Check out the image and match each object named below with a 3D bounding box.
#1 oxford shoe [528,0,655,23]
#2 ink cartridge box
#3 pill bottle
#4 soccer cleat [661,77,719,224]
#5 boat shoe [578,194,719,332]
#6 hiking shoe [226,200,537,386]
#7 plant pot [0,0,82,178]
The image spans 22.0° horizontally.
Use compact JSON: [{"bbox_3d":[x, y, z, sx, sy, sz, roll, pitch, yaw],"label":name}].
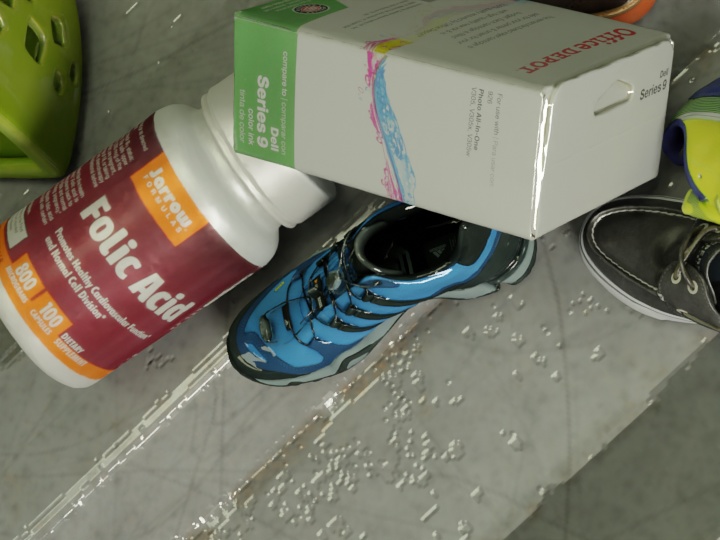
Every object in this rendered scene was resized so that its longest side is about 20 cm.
[{"bbox_3d":[0.073,-0.174,1.100,0.198,0.072,0.072,-10,69,22],"label":"oxford shoe"},{"bbox_3d":[0.050,-0.096,1.007,0.199,0.145,0.088,16,116,32],"label":"ink cartridge box"},{"bbox_3d":[-0.121,-0.027,1.117,0.199,0.114,0.115,-35,62,11],"label":"pill bottle"},{"bbox_3d":[0.212,-0.039,0.957,0.083,0.065,0.201,-34,29,8],"label":"soccer cleat"},{"bbox_3d":[0.199,0.006,0.985,0.199,0.066,0.070,29,86,29],"label":"boat shoe"},{"bbox_3d":[0.000,0.000,1.067,0.199,0.087,0.075,-28,63,14],"label":"hiking shoe"},{"bbox_3d":[-0.294,-0.184,1.208,0.197,0.200,0.183,3,67,26],"label":"plant pot"}]
